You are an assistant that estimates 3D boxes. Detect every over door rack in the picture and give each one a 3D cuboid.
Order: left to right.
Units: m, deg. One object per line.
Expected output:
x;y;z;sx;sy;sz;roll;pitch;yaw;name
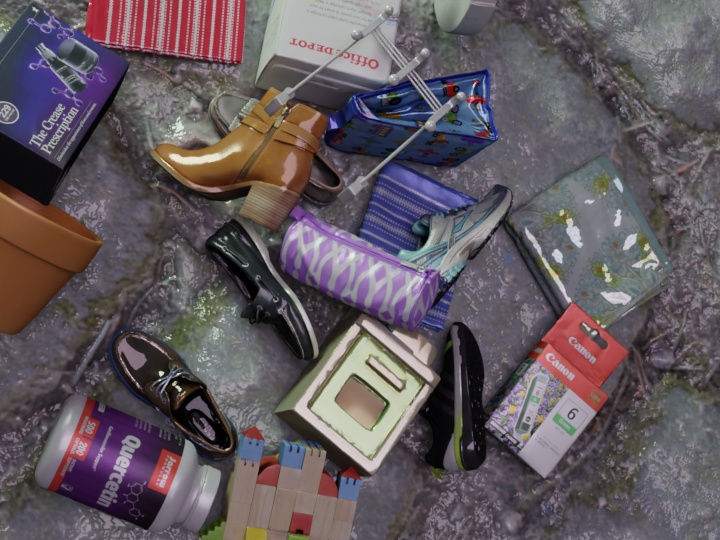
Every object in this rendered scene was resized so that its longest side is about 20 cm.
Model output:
0.012;-0.196;1.570;0.200;0.067;0.148;-41;93;-18;over door rack

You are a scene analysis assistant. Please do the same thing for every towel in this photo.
-0.241;-0.337;1.701;0.197;0.022;0.147;6;78;-17;towel
0.068;-0.035;1.717;0.143;0.024;0.202;25;60;-11;towel
0.307;-0.027;1.800;0.170;0.048;0.201;-32;91;-19;towel

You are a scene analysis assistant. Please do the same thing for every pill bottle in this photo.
-0.265;0.228;1.559;0.198;0.112;0.114;24;76;-11;pill bottle

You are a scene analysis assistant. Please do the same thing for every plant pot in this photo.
-0.411;-0.023;1.525;0.199;0.200;0.141;32;91;-9;plant pot

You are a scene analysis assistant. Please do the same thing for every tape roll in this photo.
0.140;-0.402;1.728;0.037;0.203;0.206;5;80;-15;tape roll

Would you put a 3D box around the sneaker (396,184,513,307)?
0.116;-0.051;1.691;0.086;0.078;0.200;40;60;4;sneaker

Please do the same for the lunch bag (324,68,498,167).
0.051;-0.183;1.694;0.197;0.150;0.096;-5;82;-17;lunch bag

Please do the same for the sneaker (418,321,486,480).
0.107;0.159;1.700;0.082;0.072;0.203;-12;60;23;sneaker

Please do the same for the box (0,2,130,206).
-0.373;-0.195;1.569;0.140;0.079;0.201;28;47;-9;box

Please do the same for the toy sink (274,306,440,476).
0.011;0.132;1.655;0.130;0.112;0.201;40;73;-7;toy sink

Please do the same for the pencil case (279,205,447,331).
0.000;0.000;1.614;0.198;0.086;0.084;22;47;14;pencil case

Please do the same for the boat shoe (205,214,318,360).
-0.123;0.031;1.649;0.066;0.074;0.201;-28;87;-24;boat shoe

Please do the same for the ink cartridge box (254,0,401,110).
-0.036;-0.322;1.693;0.145;0.145;0.203;13;78;-12;ink cartridge box

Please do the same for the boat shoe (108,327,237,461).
-0.216;0.142;1.608;0.200;0.072;0.072;44;73;-6;boat shoe

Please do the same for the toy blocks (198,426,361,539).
-0.080;0.261;1.600;0.197;0.100;0.139;13;92;-14;toy blocks

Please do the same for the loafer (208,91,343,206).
-0.100;-0.159;1.693;0.199;0.063;0.072;38;73;-8;loafer

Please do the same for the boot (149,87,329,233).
-0.145;-0.154;1.635;0.198;0.077;0.157;26;89;21;boot

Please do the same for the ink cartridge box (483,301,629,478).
0.253;0.151;1.735;0.109;0.050;0.201;40;87;-7;ink cartridge box
